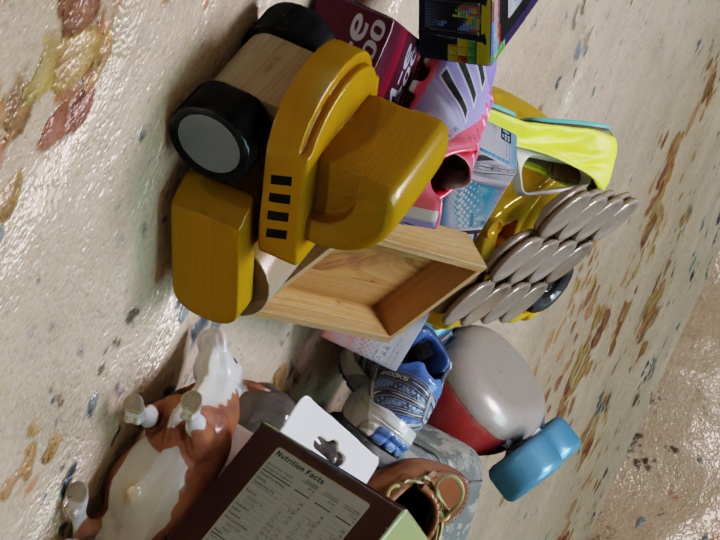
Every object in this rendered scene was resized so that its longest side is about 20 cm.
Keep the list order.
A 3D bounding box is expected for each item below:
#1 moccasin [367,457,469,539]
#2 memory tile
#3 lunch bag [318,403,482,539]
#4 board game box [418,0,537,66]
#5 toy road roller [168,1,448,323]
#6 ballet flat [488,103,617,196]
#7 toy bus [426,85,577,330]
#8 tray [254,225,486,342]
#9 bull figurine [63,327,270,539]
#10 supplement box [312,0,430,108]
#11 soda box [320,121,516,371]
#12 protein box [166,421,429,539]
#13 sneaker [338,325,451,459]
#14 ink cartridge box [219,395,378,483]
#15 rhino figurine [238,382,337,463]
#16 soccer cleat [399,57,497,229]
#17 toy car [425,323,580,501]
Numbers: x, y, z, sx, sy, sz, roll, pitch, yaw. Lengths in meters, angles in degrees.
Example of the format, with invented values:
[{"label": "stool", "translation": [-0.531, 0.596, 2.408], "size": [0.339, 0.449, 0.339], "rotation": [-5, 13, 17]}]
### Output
[{"label": "moccasin", "translation": [0.033, 0.184, 1.828], "size": [0.201, 0.078, 0.074], "rotation": [4, 99, -62]}, {"label": "memory tile", "translation": [0.138, -0.011, 1.867], "size": [0.153, 0.017, 0.200], "rotation": [-43, 166, 14]}, {"label": "lunch bag", "translation": [-0.010, 0.213, 1.966], "size": [0.168, 0.139, 0.201], "rotation": [-2, 113, -54]}, {"label": "board game box", "translation": [0.088, -0.264, 1.647], "size": [0.165, 0.057, 0.201], "rotation": [-56, 150, -58]}, {"label": "toy road roller", "translation": [-0.031, -0.052, 1.490], "size": [0.123, 0.146, 0.200], "rotation": [-52, 159, -41]}, {"label": "ballet flat", "translation": [0.112, -0.093, 1.854], "size": [0.067, 0.199, 0.067], "rotation": [-8, -106, 61]}, {"label": "toy bus", "translation": [0.080, -0.020, 1.969], "size": [0.192, 0.136, 0.200], "rotation": [-38, 153, -34]}, {"label": "tray", "translation": [0.000, 0.000, 1.704], "size": [0.099, 0.037, 0.200], "rotation": [-37, 156, 20]}, {"label": "bull figurine", "translation": [-0.130, 0.127, 1.574], "size": [0.200, 0.065, 0.121], "rotation": [-65, 161, -9]}, {"label": "supplement box", "translation": [0.002, -0.116, 1.667], "size": [0.109, 0.061, 0.200], "rotation": [-67, 164, 1]}, {"label": "soda box", "translation": [0.043, -0.025, 1.818], "size": [0.200, 0.068, 0.064], "rotation": [-60, -169, 28]}, {"label": "protein box", "translation": [-0.044, 0.248, 1.583], "size": [0.200, 0.135, 0.199], "rotation": [-50, 141, -13]}, {"label": "sneaker", "translation": [0.037, 0.081, 1.926], "size": [0.085, 0.077, 0.200], "rotation": [-49, -166, 11]}, {"label": "ink cartridge box", "translation": [-0.087, 0.178, 1.661], "size": [0.200, 0.067, 0.117], "rotation": [-54, 137, -9]}, {"label": "rhino figurine", "translation": [-0.093, 0.172, 1.746], "size": [0.060, 0.087, 0.200], "rotation": [4, -118, 59]}, {"label": "soccer cleat", "translation": [0.057, -0.091, 1.626], "size": [0.200, 0.076, 0.067], "rotation": [-48, 156, -48]}, {"label": "toy car", "translation": [0.054, 0.144, 2.111], "size": [0.200, 0.185, 0.177], "rotation": [-38, 176, 15]}]
